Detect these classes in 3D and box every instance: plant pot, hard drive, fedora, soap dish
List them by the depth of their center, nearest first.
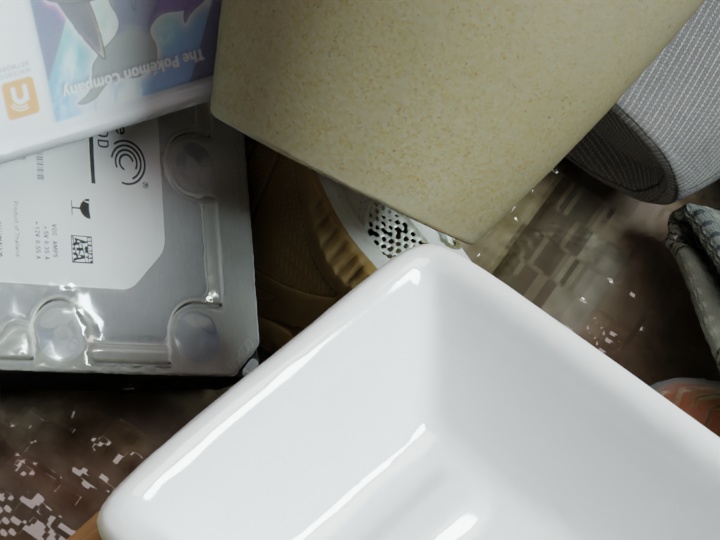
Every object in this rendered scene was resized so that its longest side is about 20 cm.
[{"bbox_3d":[0.037,0.099,0.659,0.200,0.082,0.157,36,59,25],"label":"soap dish"},{"bbox_3d":[0.037,-0.118,0.736,0.186,0.187,0.201,27,93,1],"label":"plant pot"},{"bbox_3d":[-0.125,-0.034,0.752,0.199,0.038,0.141,5,76,-37],"label":"hard drive"},{"bbox_3d":[0.092,-0.102,0.889,0.090,0.177,0.200,-37,83,-7],"label":"fedora"}]

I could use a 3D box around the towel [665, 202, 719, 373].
[{"bbox_3d":[0.207,0.053,0.821,0.191,0.035,0.200,20,20,-14],"label":"towel"}]

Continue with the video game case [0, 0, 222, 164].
[{"bbox_3d":[-0.061,-0.145,0.764,0.199,0.023,0.184,-21,105,-39],"label":"video game case"}]

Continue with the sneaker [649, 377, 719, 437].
[{"bbox_3d":[0.144,0.118,0.784,0.071,0.080,0.200,-25,45,-15],"label":"sneaker"}]

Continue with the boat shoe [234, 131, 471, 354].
[{"bbox_3d":[0.000,0.000,0.820,0.069,0.071,0.200,-6,51,-45],"label":"boat shoe"}]
